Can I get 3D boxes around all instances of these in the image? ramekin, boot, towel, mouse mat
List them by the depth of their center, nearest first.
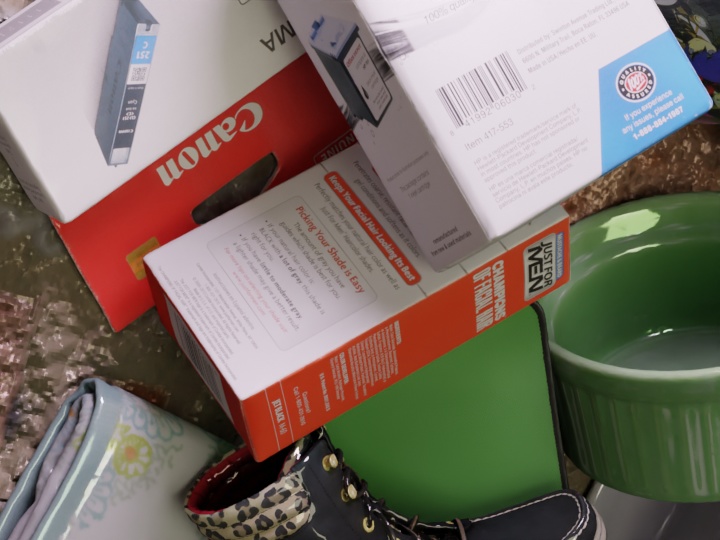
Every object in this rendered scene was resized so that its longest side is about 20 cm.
[{"bbox_3d":[0.019,0.139,0.990,0.202,0.074,0.154,-27,117,3],"label":"boot"},{"bbox_3d":[-0.127,0.178,1.004,0.171,0.048,0.201,31,86,-36],"label":"towel"},{"bbox_3d":[0.037,0.110,1.045,0.159,0.008,0.202,-6,112,11],"label":"mouse mat"},{"bbox_3d":[0.193,0.045,1.071,0.199,0.200,0.098,-25,122,-22],"label":"ramekin"}]

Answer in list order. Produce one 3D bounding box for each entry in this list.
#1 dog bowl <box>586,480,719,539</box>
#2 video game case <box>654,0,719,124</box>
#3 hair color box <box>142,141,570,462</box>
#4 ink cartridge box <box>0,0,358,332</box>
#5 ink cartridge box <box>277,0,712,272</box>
[{"bbox_3d":[0.228,0.174,1.119,0.079,0.200,0.201,34,85,-35],"label":"dog bowl"},{"bbox_3d":[0.191,-0.151,0.982,0.182,0.199,0.036,53,58,-34],"label":"video game case"},{"bbox_3d":[0.000,0.000,0.974,0.199,0.111,0.064,-29,145,-14],"label":"hair color box"},{"bbox_3d":[-0.084,-0.088,0.957,0.200,0.045,0.177,-38,118,-17],"label":"ink cartridge box"},{"bbox_3d":[0.056,-0.125,0.913,0.146,0.086,0.201,-30,88,-23],"label":"ink cartridge box"}]
